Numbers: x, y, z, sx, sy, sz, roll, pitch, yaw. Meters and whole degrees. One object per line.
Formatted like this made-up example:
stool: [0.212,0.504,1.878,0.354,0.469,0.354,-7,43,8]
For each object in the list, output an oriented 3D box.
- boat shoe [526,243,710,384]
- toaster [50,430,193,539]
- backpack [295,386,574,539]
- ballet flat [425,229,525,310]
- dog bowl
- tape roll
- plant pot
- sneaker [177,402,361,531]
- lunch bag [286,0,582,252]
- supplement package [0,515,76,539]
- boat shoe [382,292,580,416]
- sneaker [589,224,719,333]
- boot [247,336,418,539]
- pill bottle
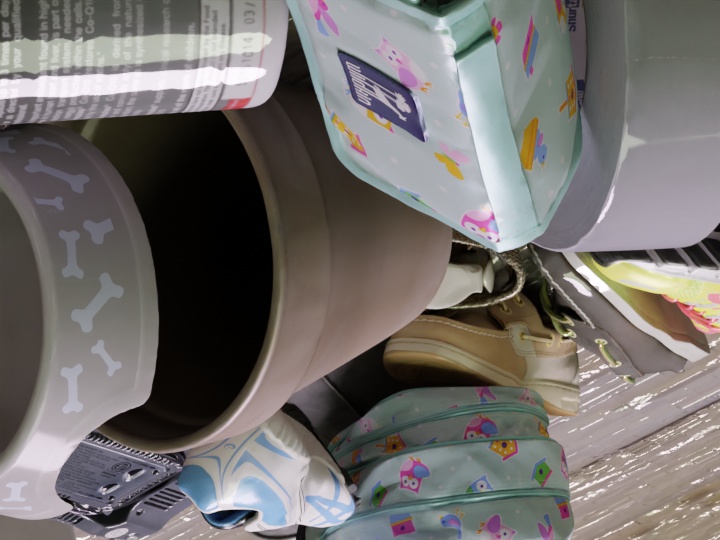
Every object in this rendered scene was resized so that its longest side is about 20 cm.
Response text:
boat shoe: [0.144,0.020,1.747,0.060,0.072,0.202,-28,151,18]
toaster: [-0.160,0.061,1.627,0.114,0.129,0.200,-32,147,29]
backpack: [0.046,0.140,1.724,0.167,0.127,0.200,-11,168,-15]
ballet flat: [0.000,0.000,1.643,0.200,0.075,0.068,-3,112,-19]
dog bowl: [-0.186,0.025,1.464,0.059,0.200,0.200,0,150,-45]
tape roll: [0.115,-0.108,1.376,0.066,0.201,0.200,-4,150,-16]
plant pot: [-0.051,-0.017,1.503,0.173,0.200,0.200,-7,155,-45]
sneaker: [-0.052,0.111,1.600,0.072,0.072,0.200,-39,162,2]
lunch bag: [0.028,-0.125,1.283,0.122,0.200,0.170,-15,141,1]
supplement package: [-0.279,0.232,1.848,0.200,0.156,0.111,0,147,-23]
boat shoe: [0.074,0.040,1.744,0.074,0.069,0.200,5,173,26]
sneaker: [0.206,0.003,1.710,0.200,0.078,0.090,3,133,-36]
boot: [-0.026,0.085,1.789,0.182,0.073,0.200,-34,155,6]
pill bottle: [-0.141,-0.123,1.326,0.200,0.114,0.114,-5,150,-17]
